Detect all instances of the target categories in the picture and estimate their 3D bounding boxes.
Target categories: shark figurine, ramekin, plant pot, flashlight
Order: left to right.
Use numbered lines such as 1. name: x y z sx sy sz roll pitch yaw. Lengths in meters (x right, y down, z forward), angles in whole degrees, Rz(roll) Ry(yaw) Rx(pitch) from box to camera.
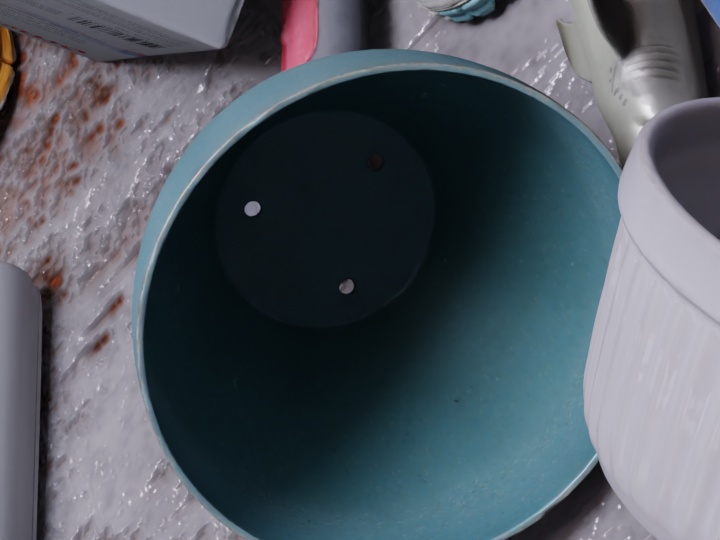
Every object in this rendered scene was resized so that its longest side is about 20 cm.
1. flashlight: -0.027 -0.098 1.119 0.068 0.067 0.201 -29 56 48
2. plant pot: 0.000 0.000 0.991 0.201 0.199 0.135 -59 22 9
3. shark figurine: 0.114 -0.140 0.981 0.089 0.215 0.128 -16 23 -3
4. ramekin: 0.165 0.035 0.806 0.200 0.199 0.105 43 123 42

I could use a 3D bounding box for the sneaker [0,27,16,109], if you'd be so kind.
1. sneaker: -0.234 -0.144 1.319 0.078 0.077 0.201 -27 60 31

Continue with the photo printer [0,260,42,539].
1. photo printer: -0.228 0.108 1.227 0.166 0.069 0.201 -18 64 37

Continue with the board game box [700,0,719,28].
1. board game box: 0.175 -0.161 0.900 0.158 0.200 0.039 -34 16 14

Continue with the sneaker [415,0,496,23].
1. sneaker: 0.039 -0.214 1.084 0.077 0.086 0.201 -8 70 40

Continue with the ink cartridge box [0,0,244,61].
1. ink cartridge box: -0.133 -0.186 1.148 0.200 0.145 0.145 5 77 67
